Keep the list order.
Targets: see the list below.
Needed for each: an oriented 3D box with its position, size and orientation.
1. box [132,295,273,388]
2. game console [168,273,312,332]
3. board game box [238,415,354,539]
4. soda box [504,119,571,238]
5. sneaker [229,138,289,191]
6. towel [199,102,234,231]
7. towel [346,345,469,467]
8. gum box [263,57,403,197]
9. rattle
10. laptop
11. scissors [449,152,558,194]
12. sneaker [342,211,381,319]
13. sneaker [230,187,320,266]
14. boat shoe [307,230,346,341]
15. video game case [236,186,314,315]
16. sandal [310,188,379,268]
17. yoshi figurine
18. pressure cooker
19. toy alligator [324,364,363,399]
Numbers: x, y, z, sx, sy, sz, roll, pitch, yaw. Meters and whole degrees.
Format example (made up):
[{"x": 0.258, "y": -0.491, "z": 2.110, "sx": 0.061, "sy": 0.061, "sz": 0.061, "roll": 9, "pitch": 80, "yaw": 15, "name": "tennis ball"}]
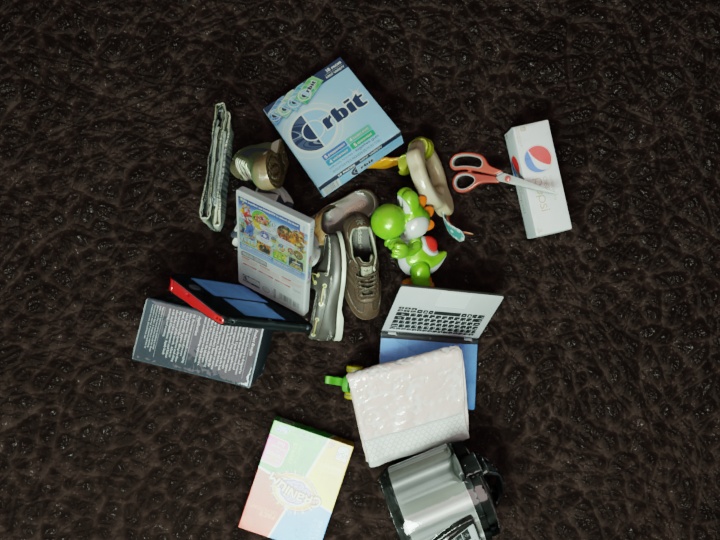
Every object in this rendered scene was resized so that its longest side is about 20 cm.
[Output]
[{"x": -0.261, "y": 0.117, "z": 1.124, "sx": 0.199, "sy": 0.148, "sz": 0.107, "roll": 14, "pitch": 89, "yaw": -1, "name": "box"}, {"x": -0.199, "y": 0.054, "z": 1.082, "sx": 0.177, "sy": 0.200, "sz": 0.031, "roll": 24, "pitch": 98, "yaw": 40, "name": "game console"}, {"x": -0.114, "y": 0.382, "z": 1.174, "sx": 0.153, "sy": 0.040, "sz": 0.200, "roll": 18, "pitch": 89, "yaw": 0, "name": "board game box"}, {"x": 0.319, "y": -0.163, "z": 1.180, "sx": 0.068, "sy": 0.064, "sz": 0.201, "roll": -12, "pitch": 88, "yaw": -1, "name": "soda box"}, {"x": -0.180, "y": -0.173, "z": 1.115, "sx": 0.090, "sy": 0.200, "sz": 0.067, "roll": -12, "pitch": 112, "yaw": 7, "name": "sneaker"}, {"x": -0.234, "y": -0.165, "z": 1.105, "sx": 0.034, "sy": 0.200, "sz": 0.193, "roll": 9, "pitch": 88, "yaw": -7, "name": "towel"}, {"x": 0.089, "y": 0.236, "z": 1.132, "sx": 0.199, "sy": 0.032, "sz": 0.191, "roll": -14, "pitch": 112, "yaw": -7, "name": "towel"}, {"x": -0.050, "y": -0.254, "z": 1.152, "sx": 0.170, "sy": 0.045, "sz": 0.200, "roll": -35, "pitch": 68, "yaw": -1, "name": "gum box"}, {"x": 0.099, "y": -0.126, "z": 1.176, "sx": 0.143, "sy": 0.130, "sz": 0.200, "roll": -23, "pitch": 116, "yaw": 9, "name": "rattle"}, {"x": 0.136, "y": 0.136, "z": 1.126, "sx": 0.187, "sy": 0.200, "sz": 0.116, "roll": 6, "pitch": 47, "yaw": -14, "name": "laptop"}, {"x": 0.251, "y": -0.172, "z": 1.161, "sx": 0.200, "sy": 0.014, "sz": 0.073, "roll": 6, "pitch": 94, "yaw": 29, "name": "scissors"}, {"x": 0.000, "y": 0.000, "z": 1.145, "sx": 0.070, "sy": 0.076, "sz": 0.201, "roll": -10, "pitch": 106, "yaw": -4, "name": "sneaker"}, {"x": -0.159, "y": -0.055, "z": 1.143, "sx": 0.130, "sy": 0.079, "sz": 0.199, "roll": -40, "pitch": 64, "yaw": 13, "name": "sneaker"}, {"x": -0.060, "y": 0.030, "z": 1.144, "sx": 0.060, "sy": 0.072, "sz": 0.202, "roll": 0, "pitch": 107, "yaw": -10, "name": "boat shoe"}, {"x": -0.143, "y": -0.029, "z": 1.081, "sx": 0.143, "sy": 0.200, "sz": 0.018, "roll": 26, "pitch": 45, "yaw": 19, "name": "video game case"}, {"x": -0.051, "y": -0.077, "z": 1.177, "sx": 0.200, "sy": 0.055, "sz": 0.082, "roll": -34, "pitch": 89, "yaw": -1, "name": "sandal"}, {"x": 0.070, "y": -0.041, "z": 1.126, "sx": 0.112, "sy": 0.112, "sz": 0.200, "roll": 7, "pitch": 120, "yaw": 37, "name": "yoshi figurine"}, {"x": 0.148, "y": 0.386, "z": 1.111, "sx": 0.200, "sy": 0.176, "sz": 0.179, "roll": -21, "pitch": 87, "yaw": -2, "name": "pressure cooker"}, {"x": 0.035, "y": 0.207, "z": 1.173, "sx": 0.199, "sy": 0.054, "sz": 0.059, "roll": 6, "pitch": 89, "yaw": -1, "name": "toy alligator"}]
